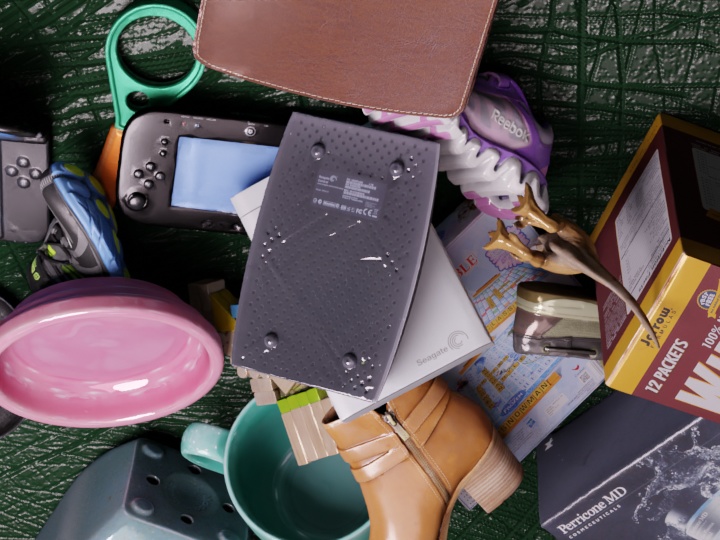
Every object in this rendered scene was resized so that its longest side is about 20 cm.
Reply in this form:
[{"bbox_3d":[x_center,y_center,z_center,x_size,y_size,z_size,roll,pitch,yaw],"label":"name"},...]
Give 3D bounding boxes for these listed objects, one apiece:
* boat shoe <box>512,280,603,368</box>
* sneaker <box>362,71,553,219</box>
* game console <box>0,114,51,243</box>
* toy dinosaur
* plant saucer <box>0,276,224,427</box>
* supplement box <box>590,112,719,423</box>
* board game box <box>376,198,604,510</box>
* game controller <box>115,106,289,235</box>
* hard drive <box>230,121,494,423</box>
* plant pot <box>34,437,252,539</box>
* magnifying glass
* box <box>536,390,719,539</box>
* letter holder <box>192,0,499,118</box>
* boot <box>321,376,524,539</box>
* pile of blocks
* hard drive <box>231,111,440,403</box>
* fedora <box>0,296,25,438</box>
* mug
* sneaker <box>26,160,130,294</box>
[{"bbox_3d":[0.213,0.055,1.482,0.201,0.072,0.066,11,102,-22],"label":"boat shoe"},{"bbox_3d":[0.080,-0.121,1.387,0.200,0.088,0.080,36,157,-35],"label":"sneaker"},{"bbox_3d":[-0.355,-0.077,1.436,0.200,0.116,0.176,6,125,0],"label":"game console"},{"bbox_3d":[0.157,-0.015,1.353,0.106,0.200,0.060,25,98,-18],"label":"toy dinosaur"},{"bbox_3d":[-0.214,0.064,1.494,0.200,0.051,0.201,-5,149,-3],"label":"plant saucer"},{"bbox_3d":[0.300,0.011,1.405,0.197,0.200,0.133,19,125,-9],"label":"supplement box"},{"bbox_3d":[0.097,0.064,1.501,0.200,0.041,0.200,-43,116,-3],"label":"board game box"},{"bbox_3d":[-0.095,-0.077,1.453,0.200,0.042,0.104,5,127,-10],"label":"game controller"},{"bbox_3d":[0.000,0.000,1.407,0.132,0.027,0.200,-28,78,5],"label":"hard drive"},{"bbox_3d":[-0.189,0.272,1.634,0.196,0.196,0.200,23,119,-12],"label":"plant pot"},{"bbox_3d":[-0.180,-0.132,1.446,0.080,0.022,0.200,19,122,-11],"label":"magnifying glass"},{"bbox_3d":[0.292,0.192,1.586,0.200,0.117,0.197,40,119,-21],"label":"box"},{"bbox_3d":[-0.008,-0.201,1.279,0.200,0.101,0.142,12,127,-5],"label":"letter holder"},{"bbox_3d":[0.020,0.175,1.447,0.200,0.077,0.155,-42,117,4],"label":"boot"},{"bbox_3d":[-0.060,0.072,1.516,0.200,0.062,0.082,50,125,15],"label":"pile of blocks"},{"bbox_3d":[-0.015,-0.010,1.369,0.135,0.042,0.200,13,89,18],"label":"hard drive"},{"bbox_3d":[-0.375,0.101,1.576,0.201,0.092,0.201,2,125,3],"label":"fedora"},{"bbox_3d":[-0.044,0.169,1.580,0.152,0.185,0.114,-43,159,-7],"label":"mug"},{"bbox_3d":[-0.236,-0.007,1.482,0.083,0.071,0.200,-8,141,-4],"label":"sneaker"}]
